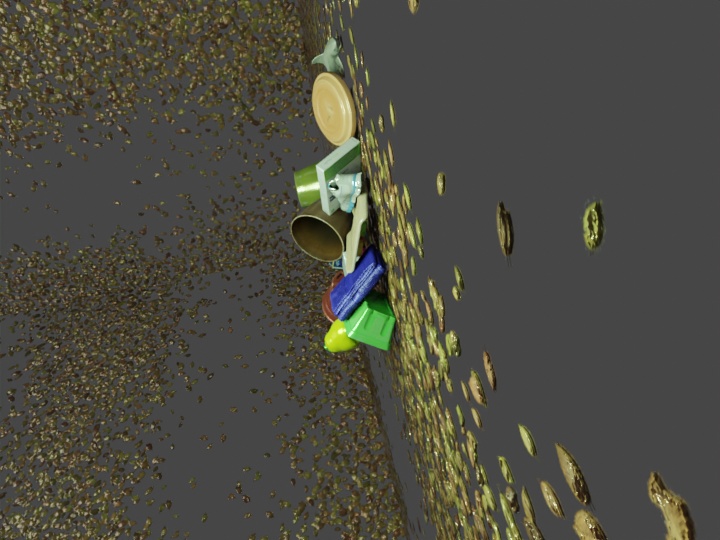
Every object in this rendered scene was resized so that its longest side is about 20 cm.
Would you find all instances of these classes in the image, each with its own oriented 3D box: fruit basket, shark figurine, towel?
[{"bbox_3d":[-0.005,0.166,1.450,0.216,0.155,0.216,-56,21,35],"label":"fruit basket"},{"bbox_3d":[-0.092,-0.574,1.444,0.215,0.089,0.129,87,172,-49],"label":"shark figurine"},{"bbox_3d":[-0.014,0.029,1.412,0.049,0.200,0.148,32,-162,-26],"label":"towel"}]

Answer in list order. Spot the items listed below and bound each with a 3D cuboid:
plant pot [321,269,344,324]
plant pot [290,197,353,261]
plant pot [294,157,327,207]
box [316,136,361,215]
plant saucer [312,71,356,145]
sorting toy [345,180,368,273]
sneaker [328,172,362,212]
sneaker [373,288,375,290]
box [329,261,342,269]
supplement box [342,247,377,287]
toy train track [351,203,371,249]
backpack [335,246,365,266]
[{"bbox_3d":[-0.048,0.099,2.013,0.196,0.199,0.202,107,152,-63],"label":"plant pot"},{"bbox_3d":[-0.094,-0.164,1.619,0.188,0.186,0.201,83,-151,-46],"label":"plant pot"},{"bbox_3d":[-0.131,-0.308,1.805,0.200,0.191,0.202,168,90,-90],"label":"plant pot"},{"bbox_3d":[-0.057,-0.266,1.447,0.036,0.144,0.200,39,158,20],"label":"box"},{"bbox_3d":[-0.080,-0.449,1.415,0.200,0.032,0.201,43,146,39],"label":"plant saucer"},{"bbox_3d":[-0.005,-0.121,1.415,0.186,0.036,0.201,-91,12,-48],"label":"sorting toy"},{"bbox_3d":[-0.049,-0.224,1.406,0.200,0.086,0.076,118,158,-71],"label":"sneaker"},{"bbox_3d":[0.044,0.145,1.679,0.201,0.080,0.075,84,-158,-45],"label":"sneaker"},{"bbox_3d":[-0.067,-0.106,1.924,0.064,0.070,0.202,-137,55,-67],"label":"box"},{"bbox_3d":[0.000,0.000,1.612,0.200,0.100,0.104,98,160,-77],"label":"supplement box"},{"bbox_3d":[0.021,-0.111,1.509,0.115,0.032,0.201,-53,51,55],"label":"toy train track"},{"bbox_3d":[-0.085,-0.103,1.788,0.183,0.198,0.135,-108,8,-49],"label":"backpack"}]
